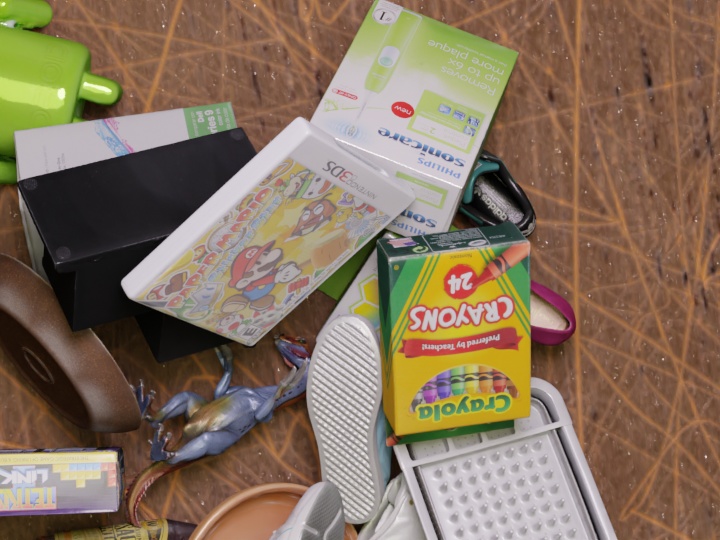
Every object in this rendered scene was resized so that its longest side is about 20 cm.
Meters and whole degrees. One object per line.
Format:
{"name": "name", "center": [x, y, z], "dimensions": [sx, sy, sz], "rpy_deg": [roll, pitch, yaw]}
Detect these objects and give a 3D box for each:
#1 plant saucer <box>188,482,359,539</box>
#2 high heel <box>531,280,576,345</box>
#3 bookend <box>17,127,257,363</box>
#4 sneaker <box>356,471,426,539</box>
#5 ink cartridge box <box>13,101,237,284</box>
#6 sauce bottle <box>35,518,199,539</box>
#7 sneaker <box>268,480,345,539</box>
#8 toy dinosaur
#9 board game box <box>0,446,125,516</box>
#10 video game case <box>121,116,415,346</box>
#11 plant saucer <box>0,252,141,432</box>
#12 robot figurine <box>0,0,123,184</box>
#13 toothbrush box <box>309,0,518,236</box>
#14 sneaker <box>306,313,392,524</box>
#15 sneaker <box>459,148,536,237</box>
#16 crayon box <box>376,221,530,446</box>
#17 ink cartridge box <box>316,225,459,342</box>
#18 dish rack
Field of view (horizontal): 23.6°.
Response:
{"name": "plant saucer", "center": [-0.087, 0.292, 1.577], "dimensions": [0.199, 0.037, 0.201], "rpy_deg": [-3, 95, -31]}
{"name": "high heel", "center": [0.111, 0.009, 1.615], "dimensions": [0.199, 0.096, 0.068], "rpy_deg": [22, 85, -5]}
{"name": "bookend", "center": [-0.181, -0.002, 1.453], "dimensions": [0.198, 0.200, 0.092], "rpy_deg": [-16, 57, -23]}
{"name": "sneaker", "center": [0.089, 0.219, 1.604], "dimensions": [0.200, 0.074, 0.116], "rpy_deg": [-42, 108, -6]}
{"name": "ink cartridge box", "center": [-0.204, -0.064, 1.549], "dimensions": [0.199, 0.146, 0.088], "rpy_deg": [-10, 55, -9]}
{"name": "sauce bottle", "center": [-0.198, 0.262, 1.586], "dimensions": [0.199, 0.066, 0.066], "rpy_deg": [-7, 88, -16]}
{"name": "sneaker", "center": [-0.079, 0.267, 1.514], "dimensions": [0.201, 0.080, 0.071], "rpy_deg": [-61, 138, -31]}
{"name": "toy dinosaur", "center": [-0.124, 0.125, 1.594], "dimensions": [0.181, 0.201, 0.105], "rpy_deg": [-4, 45, -40]}
{"name": "board game box", "center": [-0.311, 0.187, 1.528], "dimensions": [0.199, 0.165, 0.057], "rpy_deg": [-1, 87, -5]}
{"name": "video game case", "center": [-0.071, -0.025, 1.402], "dimensions": [0.200, 0.182, 0.023], "rpy_deg": [-41, 60, 14]}
{"name": "plant saucer", "center": [-0.273, 0.074, 1.519], "dimensions": [0.037, 0.200, 0.201], "rpy_deg": [-42, 92, -24]}
{"name": "robot figurine", "center": [-0.320, -0.163, 1.569], "dimensions": [0.199, 0.116, 0.177], "rpy_deg": [12, 98, -5]}
{"name": "toothbrush box", "center": [0.042, -0.135, 1.545], "dimensions": [0.145, 0.086, 0.200], "rpy_deg": [22, 48, 4]}
{"name": "sneaker", "center": [-0.007, 0.126, 1.579], "dimensions": [0.073, 0.082, 0.201], "rpy_deg": [4, 110, 9]}
{"name": "sneaker", "center": [0.089, -0.103, 1.626], "dimensions": [0.200, 0.080, 0.072], "rpy_deg": [38, 84, -2]}
{"name": "crayon box", "center": [0.083, 0.066, 1.498], "dimensions": [0.126, 0.051, 0.201], "rpy_deg": [-8, 113, -11]}
{"name": "ink cartridge box", "center": [0.000, 0.000, 1.580], "dimensions": [0.199, 0.076, 0.148], "rpy_deg": [32, 124, -3]}
{"name": "dish rack", "center": [0.127, 0.207, 1.561], "dimensions": [0.171, 0.044, 0.201], "rpy_deg": [-13, 66, -17]}
